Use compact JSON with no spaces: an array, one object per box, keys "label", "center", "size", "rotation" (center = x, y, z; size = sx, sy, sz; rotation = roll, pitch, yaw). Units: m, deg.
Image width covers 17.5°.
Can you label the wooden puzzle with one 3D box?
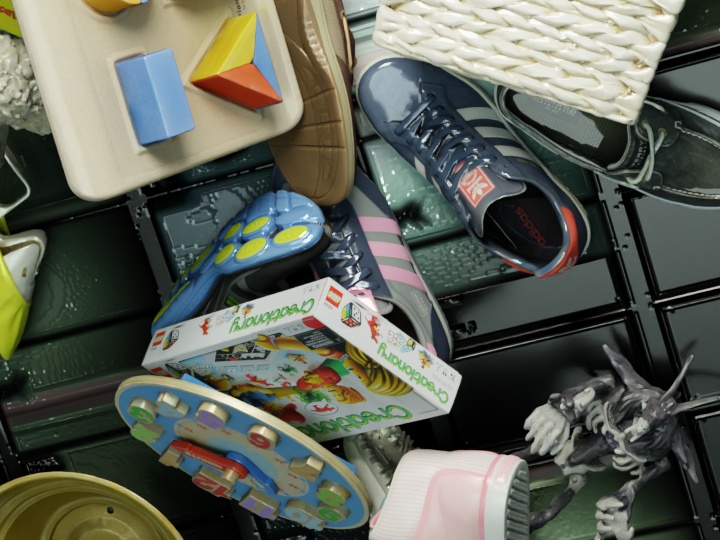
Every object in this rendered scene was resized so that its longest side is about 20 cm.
[{"label":"wooden puzzle","center":[-0.123,-0.157,1.490],"size":[0.046,0.200,0.185],"rotation":[-8,101,45]}]

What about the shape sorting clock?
[{"label":"shape sorting clock","center":[-0.085,0.133,1.657],"size":[0.200,0.200,0.039],"rotation":[26,72,3]}]

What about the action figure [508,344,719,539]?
[{"label":"action figure","center":[0.157,0.136,1.638],"size":[0.200,0.102,0.119],"rotation":[-35,96,23]}]

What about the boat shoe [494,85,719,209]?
[{"label":"boat shoe","center":[0.181,-0.084,1.578],"size":[0.200,0.071,0.072],"rotation":[18,110,5]}]

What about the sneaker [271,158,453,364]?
[{"label":"sneaker","center":[0.000,0.000,1.636],"size":[0.070,0.082,0.200],"rotation":[-32,98,19]}]

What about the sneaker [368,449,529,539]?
[{"label":"sneaker","center":[0.061,0.207,1.625],"size":[0.105,0.075,0.200],"rotation":[9,121,18]}]

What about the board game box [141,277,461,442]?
[{"label":"board game box","center":[-0.043,0.068,1.600],"size":[0.126,0.035,0.200],"rotation":[36,148,-27]}]

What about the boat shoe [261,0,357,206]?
[{"label":"boat shoe","center":[-0.028,-0.146,1.601],"size":[0.072,0.072,0.200],"rotation":[-8,100,39]}]

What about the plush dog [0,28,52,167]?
[{"label":"plush dog","center":[-0.163,-0.143,1.597],"size":[0.172,0.200,0.160],"rotation":[5,142,20]}]

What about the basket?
[{"label":"basket","center":[0.116,-0.190,1.521],"size":[0.200,0.136,0.123],"rotation":[19,114,5]}]

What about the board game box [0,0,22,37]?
[{"label":"board game box","center":[-0.183,-0.241,1.545],"size":[0.102,0.200,0.048],"rotation":[23,150,4]}]

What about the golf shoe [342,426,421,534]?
[{"label":"golf shoe","center":[0.028,0.200,1.700],"size":[0.097,0.078,0.200],"rotation":[-28,99,24]}]

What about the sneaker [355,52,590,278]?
[{"label":"sneaker","center":[0.076,-0.071,1.597],"size":[0.200,0.085,0.075],"rotation":[39,111,-2]}]

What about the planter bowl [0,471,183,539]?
[{"label":"planter bowl","center":[-0.202,0.229,1.749],"size":[0.200,0.083,0.200],"rotation":[3,108,10]}]

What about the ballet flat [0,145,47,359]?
[{"label":"ballet flat","center":[-0.265,-0.033,1.693],"size":[0.067,0.067,0.200],"rotation":[-16,103,2]}]

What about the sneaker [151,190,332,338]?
[{"label":"sneaker","center":[-0.072,0.010,1.644],"size":[0.083,0.071,0.200],"rotation":[32,139,-14]}]
